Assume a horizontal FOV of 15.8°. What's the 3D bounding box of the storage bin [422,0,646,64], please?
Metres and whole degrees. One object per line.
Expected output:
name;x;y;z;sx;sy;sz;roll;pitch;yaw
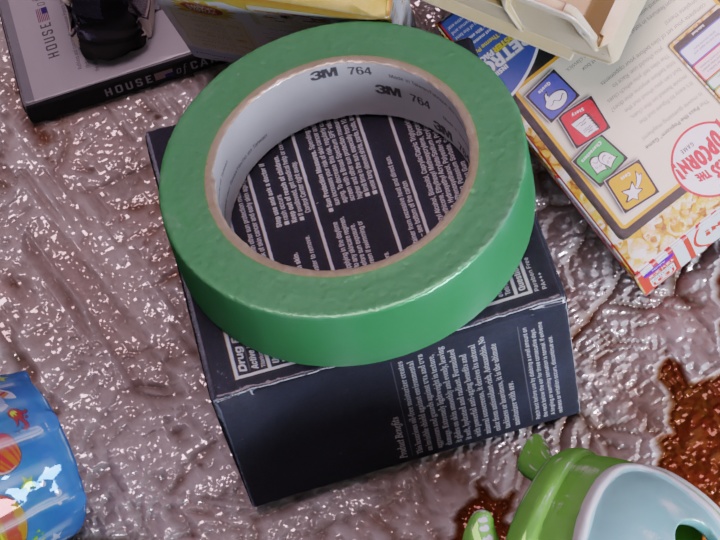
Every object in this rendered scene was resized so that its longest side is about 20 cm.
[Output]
storage bin;0.092;-0.246;1.484;0.198;0.094;0.201;24;81;15

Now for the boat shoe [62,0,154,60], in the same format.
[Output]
boat shoe;-0.169;-0.238;1.660;0.074;0.093;0.200;-13;54;1

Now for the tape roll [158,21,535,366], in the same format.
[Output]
tape roll;-0.007;-0.044;1.396;0.200;0.048;0.201;-5;54;7

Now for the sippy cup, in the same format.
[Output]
sippy cup;-0.226;0.122;1.428;0.130;0.140;0.178;-22;78;-19

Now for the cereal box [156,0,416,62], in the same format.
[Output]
cereal box;-0.042;-0.154;1.534;0.143;0.200;0.040;9;84;5

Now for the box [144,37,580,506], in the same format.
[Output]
box;0.000;0.000;1.467;0.198;0.123;0.200;-15;53;-2

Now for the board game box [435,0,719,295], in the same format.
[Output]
board game box;0.163;-0.111;1.510;0.151;0.046;0.200;-37;70;3

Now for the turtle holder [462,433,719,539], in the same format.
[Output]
turtle holder;0.121;0.170;1.295;0.131;0.141;0.185;12;14;21

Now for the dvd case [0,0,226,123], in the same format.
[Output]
dvd case;-0.136;-0.184;1.689;0.199;0.025;0.151;-18;53;-1
